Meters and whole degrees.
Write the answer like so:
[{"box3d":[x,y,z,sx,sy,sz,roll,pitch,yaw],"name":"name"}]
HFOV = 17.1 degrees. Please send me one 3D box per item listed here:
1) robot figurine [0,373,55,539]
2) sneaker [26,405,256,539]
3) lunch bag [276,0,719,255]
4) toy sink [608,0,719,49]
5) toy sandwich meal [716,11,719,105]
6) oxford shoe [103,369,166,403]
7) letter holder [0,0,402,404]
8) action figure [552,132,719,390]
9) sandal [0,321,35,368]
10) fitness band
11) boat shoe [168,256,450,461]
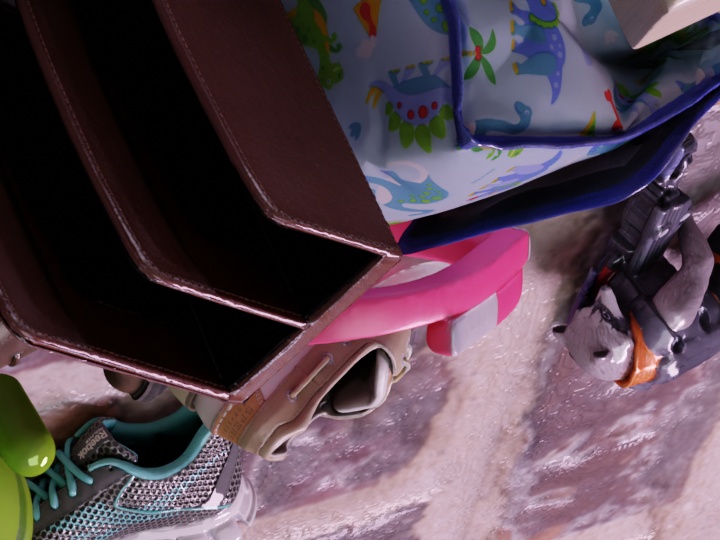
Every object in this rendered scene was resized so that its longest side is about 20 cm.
[{"box3d":[-0.235,0.117,1.184,0.175,0.116,0.200,-44,157,-1],"name":"robot figurine"},{"box3d":[-0.154,0.120,1.318,0.199,0.078,0.092,-17,132,-21],"name":"sneaker"},{"box3d":[0.050,-0.080,1.067,0.199,0.128,0.169,-4,173,-45],"name":"lunch bag"},{"box3d":[0.131,-0.211,0.963,0.130,0.201,0.112,-25,178,-3],"name":"toy sink"},{"box3d":[0.212,-0.149,1.163,0.204,0.071,0.205,-23,169,-5],"name":"toy sandwich meal"},{"box3d":[-0.124,-0.001,1.166,0.084,0.073,0.201,3,146,-2],"name":"oxford shoe"},{"box3d":[-0.095,-0.066,0.950,0.100,0.201,0.142,-42,145,24],"name":"letter holder"},{"box3d":[0.198,0.002,1.355,0.193,0.105,0.201,-25,152,-20],"name":"action figure"},{"box3d":[-0.176,0.021,1.095,0.200,0.058,0.080,-17,136,27],"name":"sandal"},{"box3d":[0.000,0.000,1.152,0.200,0.143,0.038,-32,128,-64],"name":"fitness band"},{"box3d":[-0.011,0.043,1.241,0.200,0.068,0.075,-28,157,-44],"name":"boat shoe"}]
